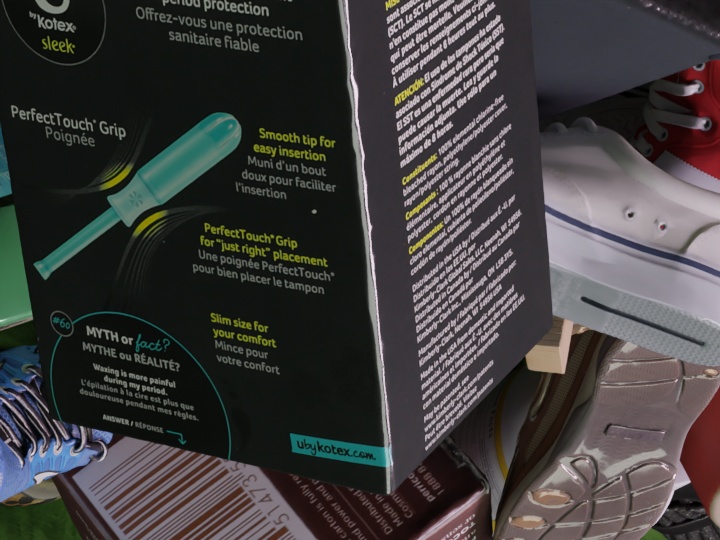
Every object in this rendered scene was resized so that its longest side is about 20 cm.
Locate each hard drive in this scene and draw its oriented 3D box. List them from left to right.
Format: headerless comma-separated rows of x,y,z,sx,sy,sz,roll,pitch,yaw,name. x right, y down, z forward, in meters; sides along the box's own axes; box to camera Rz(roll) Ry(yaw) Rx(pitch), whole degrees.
0.032,-0.090,0.937,0.200,0.033,0.139,-17,157,40,hard drive

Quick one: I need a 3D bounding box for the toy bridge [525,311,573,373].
0.000,0.000,1.003,0.199,0.067,0.027,6,153,12,toy bridge

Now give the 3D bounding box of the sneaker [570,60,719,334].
0.127,-0.050,1.006,0.199,0.113,0.071,-26,-171,13,sneaker

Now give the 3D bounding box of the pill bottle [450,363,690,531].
0.106,0.108,1.312,0.112,0.112,0.200,5,158,-31,pill bottle

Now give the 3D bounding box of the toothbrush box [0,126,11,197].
-0.207,-0.077,0.882,0.199,0.086,0.146,-20,153,10,toothbrush box

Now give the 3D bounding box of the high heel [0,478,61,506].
-0.237,0.092,1.225,0.142,0.072,0.200,-15,161,32,high heel

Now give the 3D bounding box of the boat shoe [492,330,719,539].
0.116,0.070,1.124,0.075,0.072,0.200,13,130,-19,boat shoe

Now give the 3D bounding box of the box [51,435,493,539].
-0.041,0.138,1.223,0.164,0.166,0.200,-36,156,-13,box

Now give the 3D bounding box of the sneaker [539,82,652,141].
0.094,-0.037,1.116,0.200,0.075,0.115,-39,163,13,sneaker

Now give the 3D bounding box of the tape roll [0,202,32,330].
-0.213,0.020,1.007,0.200,0.048,0.200,-18,-179,0,tape roll

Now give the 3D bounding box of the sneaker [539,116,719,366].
0.071,-0.027,0.950,0.199,0.071,0.073,23,155,-5,sneaker

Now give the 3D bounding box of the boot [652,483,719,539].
0.239,0.107,1.435,0.211,0.080,0.158,-20,147,35,boot

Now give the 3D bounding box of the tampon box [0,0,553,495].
-0.029,-0.049,0.826,0.149,0.126,0.201,11,121,29,tampon box

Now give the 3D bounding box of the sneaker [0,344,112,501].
-0.161,0.064,1.055,0.089,0.079,0.200,-24,-176,-2,sneaker

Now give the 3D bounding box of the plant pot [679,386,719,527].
0.216,0.024,1.169,0.200,0.178,0.201,-10,152,-5,plant pot
